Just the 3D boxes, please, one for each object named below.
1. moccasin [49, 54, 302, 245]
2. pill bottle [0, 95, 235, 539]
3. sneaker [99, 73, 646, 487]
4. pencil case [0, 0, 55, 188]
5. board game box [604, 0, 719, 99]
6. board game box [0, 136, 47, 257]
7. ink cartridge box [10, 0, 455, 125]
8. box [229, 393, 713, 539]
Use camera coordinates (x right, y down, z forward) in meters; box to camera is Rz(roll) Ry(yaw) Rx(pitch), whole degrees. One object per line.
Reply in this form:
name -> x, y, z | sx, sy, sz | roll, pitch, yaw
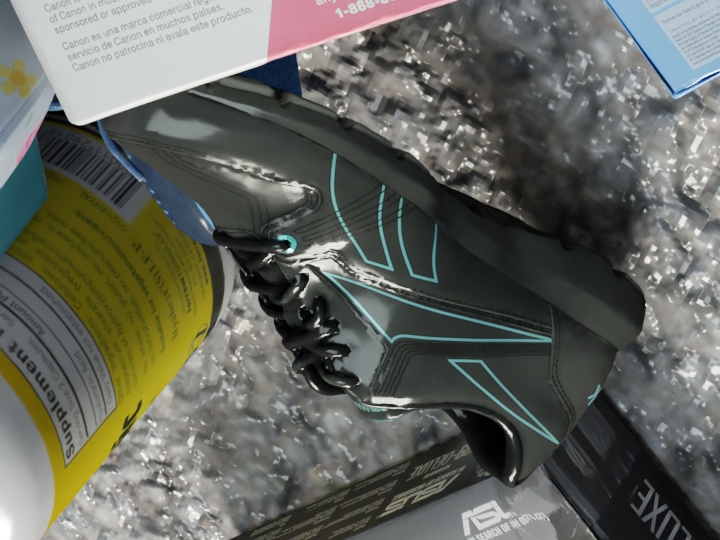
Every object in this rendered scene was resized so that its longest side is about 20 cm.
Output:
moccasin -> -0.078, -0.103, 0.958 | 0.068, 0.080, 0.200 | -9, 104, 42
pill bottle -> -0.134, 0.035, 1.001 | 0.111, 0.200, 0.111 | 17, 131, 21
sneaker -> 0.000, 0.000, 0.921 | 0.200, 0.079, 0.075 | 28, 177, -25
pencil case -> -0.182, -0.085, 0.859 | 0.200, 0.091, 0.083 | 35, 171, -5
board game box -> 0.089, -0.160, 0.823 | 0.151, 0.037, 0.200 | -26, 108, 42
board game box -> -0.191, -0.103, 0.938 | 0.151, 0.047, 0.200 | 4, 122, 19
ink cartridge box -> -0.049, -0.160, 0.809 | 0.145, 0.084, 0.200 | -16, 109, 26
box -> 0.051, 0.141, 1.073 | 0.200, 0.050, 0.158 | -26, 107, 43
